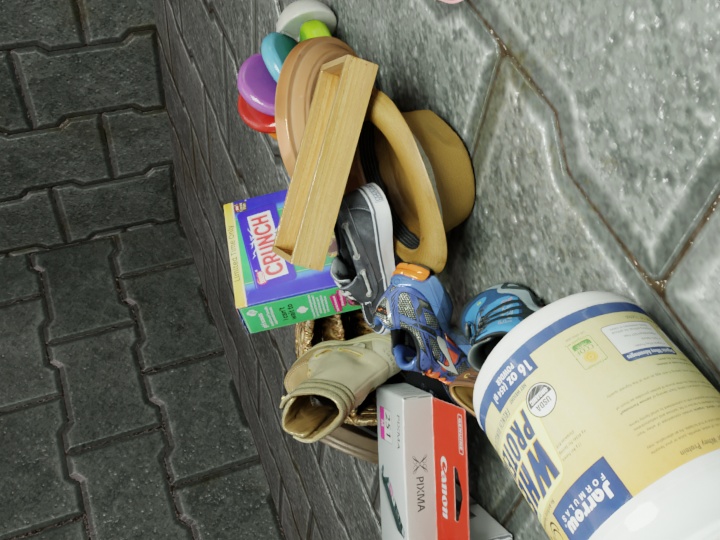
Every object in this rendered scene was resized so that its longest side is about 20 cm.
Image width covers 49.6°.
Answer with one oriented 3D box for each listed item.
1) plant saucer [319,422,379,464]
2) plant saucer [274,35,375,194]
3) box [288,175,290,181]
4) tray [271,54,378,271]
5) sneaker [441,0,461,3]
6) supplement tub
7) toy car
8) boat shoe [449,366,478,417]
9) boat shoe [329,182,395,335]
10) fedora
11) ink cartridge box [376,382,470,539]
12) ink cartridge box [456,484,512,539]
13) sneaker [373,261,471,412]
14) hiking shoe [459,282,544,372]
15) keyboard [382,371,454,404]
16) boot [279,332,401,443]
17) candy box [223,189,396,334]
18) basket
[{"bbox_3d":[-0.004,0.231,1.125,0.030,0.200,0.200,-68,22,2],"label":"plant saucer"},{"bbox_3d":[-0.025,-0.165,0.889,0.032,0.200,0.201,-2,105,32],"label":"plant saucer"},{"bbox_3d":[-0.071,-0.106,1.258,0.122,0.048,0.201,173,83,-72],"label":"box"},{"bbox_3d":[-0.037,-0.105,0.772,0.099,0.037,0.201,-154,79,-71],"label":"tray"},{"bbox_3d":[0.051,-0.283,0.694,0.200,0.075,0.105,-170,73,-67],"label":"sneaker"},{"bbox_3d":[0.178,0.127,0.508,0.145,0.144,0.200,93,156,-43],"label":"supplement tub"},{"bbox_3d":[-0.093,-0.248,1.044,0.200,0.150,0.175,119,135,-65],"label":"toy car"},{"bbox_3d":[0.150,0.142,0.730,0.200,0.067,0.072,-144,43,-64],"label":"boat shoe"},{"bbox_3d":[0.000,0.000,0.849,0.072,0.068,0.200,52,158,42],"label":"boat shoe"},{"bbox_3d":[0.060,-0.098,0.802,0.201,0.082,0.201,56,160,32],"label":"fedora"},{"bbox_3d":[0.067,0.240,0.881,0.174,0.043,0.201,-179,86,-73],"label":"ink cartridge box"},{"bbox_3d":[0.115,0.360,0.980,0.200,0.085,0.146,-151,50,-69],"label":"ink cartridge box"},{"bbox_3d":[0.071,0.084,0.826,0.075,0.078,0.200,12,142,54],"label":"sneaker"},{"bbox_3d":[0.127,0.057,0.703,0.200,0.086,0.075,-170,67,-71],"label":"hiking shoe"},{"bbox_3d":[0.071,0.140,0.964,0.127,0.021,0.200,41,136,24],"label":"keyboard"},{"bbox_3d":[-0.053,0.148,0.944,0.200,0.155,0.073,-19,102,40],"label":"boot"},{"bbox_3d":[-0.064,-0.025,0.990,0.077,0.199,0.169,77,179,-55],"label":"candy box"},{"bbox_3d":[-0.005,0.109,1.055,0.149,0.142,0.201,-151,52,-65],"label":"basket"}]
